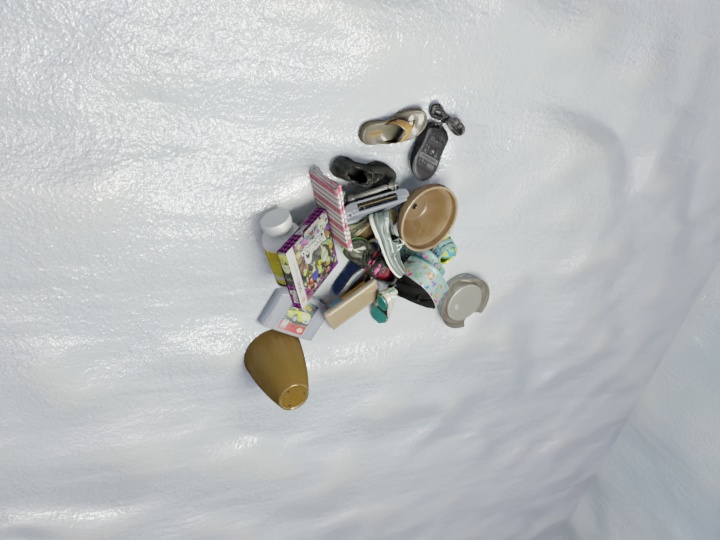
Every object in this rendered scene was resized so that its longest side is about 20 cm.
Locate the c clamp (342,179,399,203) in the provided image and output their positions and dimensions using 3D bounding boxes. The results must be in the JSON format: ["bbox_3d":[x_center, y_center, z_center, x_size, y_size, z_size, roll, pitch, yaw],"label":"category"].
[{"bbox_3d":[0.024,-0.203,1.576,0.196,0.171,0.028,-20,84,-17],"label":"c clamp"}]

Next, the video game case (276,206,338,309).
[{"bbox_3d":[-0.133,-0.034,1.534,0.201,0.035,0.184,-53,143,-41],"label":"video game case"}]

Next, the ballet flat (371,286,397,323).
[{"bbox_3d":[0.082,0.107,1.821,0.070,0.073,0.201,-21,161,-16],"label":"ballet flat"}]

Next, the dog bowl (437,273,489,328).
[{"bbox_3d":[0.349,0.100,2.021,0.196,0.059,0.204,-15,126,-21],"label":"dog bowl"}]

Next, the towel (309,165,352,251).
[{"bbox_3d":[-0.073,-0.161,1.540,0.029,0.146,0.203,-27,131,-20],"label":"towel"}]

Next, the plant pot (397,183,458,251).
[{"bbox_3d":[0.177,-0.166,1.687,0.197,0.093,0.205,-18,129,-24],"label":"plant pot"}]

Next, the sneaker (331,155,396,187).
[{"bbox_3d":[0.020,-0.252,1.570,0.196,0.091,0.078,0,115,-32],"label":"sneaker"}]

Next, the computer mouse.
[{"bbox_3d":[0.199,-0.350,1.641,0.137,0.053,0.203,25,95,-34],"label":"computer mouse"}]

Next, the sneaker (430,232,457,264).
[{"bbox_3d":[0.255,-0.112,1.776,0.078,0.131,0.204,-11,125,-22],"label":"sneaker"}]

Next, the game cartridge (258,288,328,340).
[{"bbox_3d":[-0.189,0.127,1.739,0.198,0.041,0.135,23,103,-39],"label":"game cartridge"}]

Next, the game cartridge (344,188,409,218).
[{"bbox_3d":[0.023,-0.173,1.604,0.196,0.133,0.041,-19,86,-23],"label":"game cartridge"}]

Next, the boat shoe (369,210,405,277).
[{"bbox_3d":[0.089,-0.074,1.626,0.061,0.073,0.203,-21,109,15],"label":"boat shoe"}]

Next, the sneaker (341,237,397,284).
[{"bbox_3d":[0.034,-0.025,1.639,0.198,0.084,0.078,31,96,-29],"label":"sneaker"}]

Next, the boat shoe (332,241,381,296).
[{"bbox_3d":[0.000,0.000,1.748,0.200,0.073,0.072,-46,137,18],"label":"boat shoe"}]

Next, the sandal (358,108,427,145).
[{"bbox_3d":[0.092,-0.373,1.551,0.195,0.055,0.084,-14,122,-18],"label":"sandal"}]

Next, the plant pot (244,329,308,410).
[{"bbox_3d":[-0.228,0.306,1.725,0.182,0.200,0.190,-15,126,-21],"label":"plant pot"}]

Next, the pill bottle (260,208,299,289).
[{"bbox_3d":[-0.199,-0.057,1.557,0.109,0.112,0.203,-26,130,-12],"label":"pill bottle"}]

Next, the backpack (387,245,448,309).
[{"bbox_3d":[0.172,0.020,1.769,0.151,0.199,0.178,-47,132,-12],"label":"backpack"}]

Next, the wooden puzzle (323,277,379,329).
[{"bbox_3d":[-0.026,0.097,1.762,0.183,0.038,0.200,-35,164,-6],"label":"wooden puzzle"}]

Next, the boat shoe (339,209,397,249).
[{"bbox_3d":[0.026,-0.111,1.684,0.197,0.063,0.074,-27,134,-11],"label":"boat shoe"}]
